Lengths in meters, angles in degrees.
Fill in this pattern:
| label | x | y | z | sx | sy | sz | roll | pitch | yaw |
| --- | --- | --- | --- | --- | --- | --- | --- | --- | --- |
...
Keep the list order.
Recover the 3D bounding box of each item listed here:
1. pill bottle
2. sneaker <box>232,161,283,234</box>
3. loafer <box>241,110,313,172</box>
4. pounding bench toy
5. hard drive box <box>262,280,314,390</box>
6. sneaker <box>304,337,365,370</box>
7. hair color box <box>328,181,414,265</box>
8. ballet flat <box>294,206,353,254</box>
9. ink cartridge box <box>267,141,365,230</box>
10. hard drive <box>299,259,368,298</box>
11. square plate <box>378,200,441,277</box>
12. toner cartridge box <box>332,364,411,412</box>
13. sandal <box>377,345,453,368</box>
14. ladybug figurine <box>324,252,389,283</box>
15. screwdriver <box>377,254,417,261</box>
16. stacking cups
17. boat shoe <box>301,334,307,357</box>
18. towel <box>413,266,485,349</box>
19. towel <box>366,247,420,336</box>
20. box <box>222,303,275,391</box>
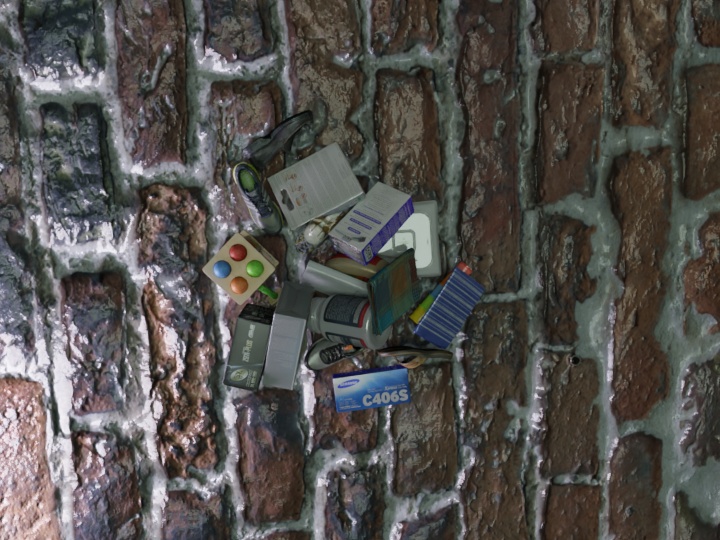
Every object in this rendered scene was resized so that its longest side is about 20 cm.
| label | x | y | z | sx | sy | sz | roll | pitch | yaw |
| --- | --- | --- | --- | --- | --- | --- | --- | --- | --- |
| pill bottle | -0.035 | 0.121 | 1.467 | 0.199 | 0.119 | 0.121 | 7 | 98 | 32 |
| sneaker | -0.259 | -0.176 | 1.470 | 0.074 | 0.081 | 0.201 | -31 | 98 | 0 |
| loafer | -0.194 | -0.323 | 1.469 | 0.199 | 0.073 | 0.073 | -32 | 107 | 9 |
| pounding bench toy | -0.263 | 0.016 | 1.455 | 0.200 | 0.156 | 0.124 | 44 | 92 | -8 |
| hard drive box | -0.171 | 0.152 | 1.406 | 0.076 | 0.156 | 0.201 | 12 | 118 | -3 |
| sneaker | -0.056 | 0.200 | 1.532 | 0.199 | 0.079 | 0.074 | -27 | 100 | 1 |
| hair color box | 0.029 | -0.117 | 1.449 | 0.109 | 0.065 | 0.200 | 29 | 64 | 32 |
| ballet flat | -0.094 | -0.121 | 1.496 | 0.072 | 0.072 | 0.200 | 44 | 92 | -8 |
| ink cartridge box | -0.108 | -0.204 | 1.466 | 0.199 | 0.050 | 0.162 | -28 | 72 | 4 |
| hard drive | -0.050 | 0.041 | 1.490 | 0.199 | 0.132 | 0.027 | 22 | 67 | -7 |
| square plate | 0.109 | -0.075 | 1.537 | 0.198 | 0.028 | 0.200 | -5 | 98 | -4 |
| toner cartridge box | 0.030 | 0.312 | 1.569 | 0.198 | 0.043 | 0.096 | -8 | 96 | -3 |
| sandal | 0.144 | 0.230 | 1.552 | 0.198 | 0.082 | 0.055 | 5 | 88 | -12 |
| ladybug figurine | 0.000 | 0.000 | 1.488 | 0.198 | 0.136 | 0.072 | 11 | 66 | 17 |
| screwdriver | 0.048 | -0.043 | 1.511 | 0.198 | 0.028 | 0.029 | 3 | 70 | 11 |
| stacking cups | 0.208 | 0.061 | 1.548 | 0.060 | 0.061 | 0.200 | 39 | 90 | -8 |
| boat shoe | -0.171 | 0.147 | 1.526 | 0.074 | 0.062 | 0.202 | 4 | 112 | 0 |
| towel | 0.230 | 0.101 | 1.536 | 0.144 | 0.024 | 0.201 | 31 | 93 | -41 |
| towel | 0.085 | 0.048 | 1.426 | 0.022 | 0.200 | 0.148 | 9 | 119 | 35 |
| box | -0.267 | 0.183 | 1.451 | 0.085 | 0.200 | 0.165 | 14 | 96 | -6 |
